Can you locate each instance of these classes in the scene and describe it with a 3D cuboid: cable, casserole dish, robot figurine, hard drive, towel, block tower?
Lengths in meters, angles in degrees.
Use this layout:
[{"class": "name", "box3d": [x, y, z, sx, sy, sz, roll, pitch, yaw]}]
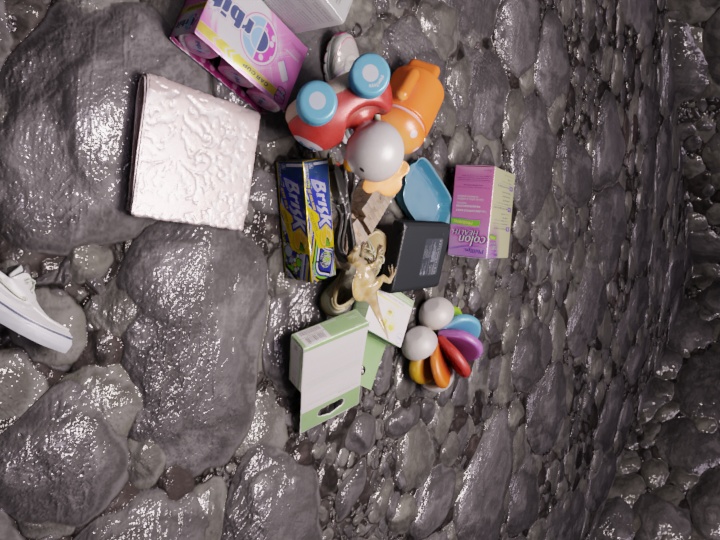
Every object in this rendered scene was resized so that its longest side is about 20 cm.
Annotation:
[{"class": "cable", "box3d": [-0.039, -0.116, 1.128, 0.096, 0.050, 0.204, -15, 96, -52]}, {"class": "casserole dish", "box3d": [0.134, -0.151, 1.356, 0.200, 0.038, 0.123, 47, 62, -42]}, {"class": "robot figurine", "box3d": [0.090, -0.309, 1.220, 0.116, 0.143, 0.202, 35, 68, -22]}, {"class": "hard drive", "box3d": [0.116, -0.030, 1.289, 0.199, 0.032, 0.142, -5, 109, -56]}, {"class": "towel", "box3d": [-0.240, -0.163, 0.921, 0.198, 0.032, 0.195, 7, 92, -49]}, {"class": "block tower", "box3d": [-0.009, -0.090, 1.187, 0.202, 0.057, 0.054, -57, 134, -24]}]

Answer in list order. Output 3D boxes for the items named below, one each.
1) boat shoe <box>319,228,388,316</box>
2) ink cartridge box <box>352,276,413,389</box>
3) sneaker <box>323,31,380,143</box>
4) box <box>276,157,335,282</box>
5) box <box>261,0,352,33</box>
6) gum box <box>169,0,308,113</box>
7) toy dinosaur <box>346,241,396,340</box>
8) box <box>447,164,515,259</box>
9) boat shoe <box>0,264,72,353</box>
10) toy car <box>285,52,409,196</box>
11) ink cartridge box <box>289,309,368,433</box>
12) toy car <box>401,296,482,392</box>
[{"class": "boat shoe", "box3d": [-0.002, -0.001, 1.187, 0.073, 0.063, 0.201, 44, 64, -9]}, {"class": "ink cartridge box", "box3d": [0.029, 0.130, 1.274, 0.145, 0.047, 0.204, 33, 69, -48]}, {"class": "sneaker", "box3d": [-0.001, -0.324, 1.130, 0.081, 0.087, 0.203, -38, 123, -38]}, {"class": "box", "box3d": [-0.092, -0.087, 1.077, 0.064, 0.069, 0.204, -19, 111, -48]}, {"class": "box", "box3d": [-0.104, -0.491, 0.919, 0.199, 0.169, 0.202, 35, 70, -47]}, {"class": "gum box", "box3d": [-0.172, -0.336, 0.945, 0.199, 0.065, 0.115, 34, 70, -47]}, {"class": "toy dinosaur", "box3d": [0.017, 0.022, 1.134, 0.101, 0.057, 0.202, -51, 132, -37]}, {"class": "box", "box3d": [0.282, -0.132, 1.461, 0.175, 0.095, 0.204, -4, 99, -62]}, {"class": "boat shoe", "box3d": [-0.406, 0.024, 0.725, 0.200, 0.073, 0.068, 46, 65, -42]}, {"class": "toy car", "box3d": [-0.005, -0.203, 0.998, 0.175, 0.184, 0.203, -28, 96, -7]}, {"class": "ink cartridge box", "box3d": [-0.061, 0.184, 1.153, 0.144, 0.048, 0.203, -20, 132, -35]}, {"class": "toy car", "box3d": [0.195, 0.170, 1.395, 0.201, 0.148, 0.176, -55, 132, -27]}]
